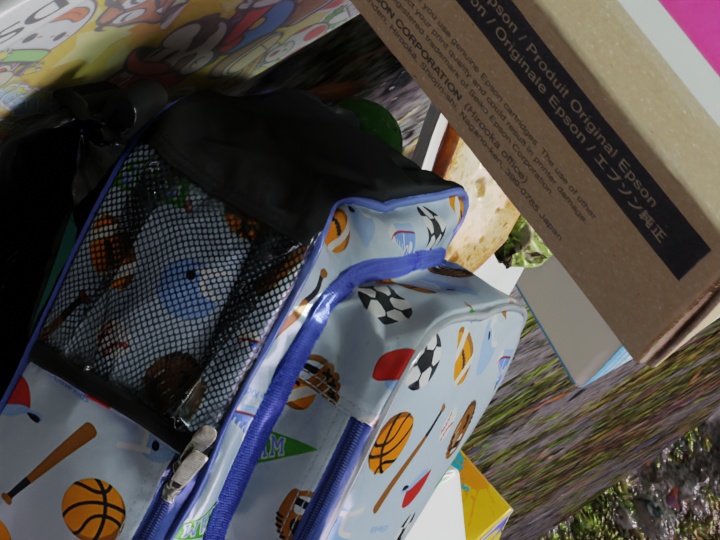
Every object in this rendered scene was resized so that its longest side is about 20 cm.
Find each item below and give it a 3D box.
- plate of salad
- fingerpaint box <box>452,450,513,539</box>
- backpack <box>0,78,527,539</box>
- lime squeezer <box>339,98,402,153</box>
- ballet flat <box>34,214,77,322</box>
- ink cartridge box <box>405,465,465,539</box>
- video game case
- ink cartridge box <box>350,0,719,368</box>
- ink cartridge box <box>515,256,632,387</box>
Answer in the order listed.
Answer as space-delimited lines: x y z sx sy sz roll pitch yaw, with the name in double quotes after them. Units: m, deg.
0.065 -0.046 1.130 0.200 0.048 0.200 -56 158 -36 "plate of salad"
-0.009 0.094 1.477 0.073 0.167 0.200 -41 172 -8 "fingerpaint box"
-0.046 0.044 0.974 0.191 0.154 0.200 -55 162 14 "backpack"
-0.028 -0.046 1.183 0.071 0.038 0.200 1 -169 35 "lime squeezer"
-0.143 0.025 1.084 0.200 0.069 0.063 -36 -177 30 "ballet flat"
-0.040 0.114 1.297 0.083 0.200 0.145 -26 128 -25 "ink cartridge box"
-0.064 -0.081 0.916 0.182 0.023 0.200 -31 170 0 "video game case"
0.113 -0.093 0.898 0.200 0.165 0.075 -34 170 -33 "ink cartridge box"
0.167 -0.056 1.392 0.200 0.129 0.125 -27 170 -17 "ink cartridge box"
